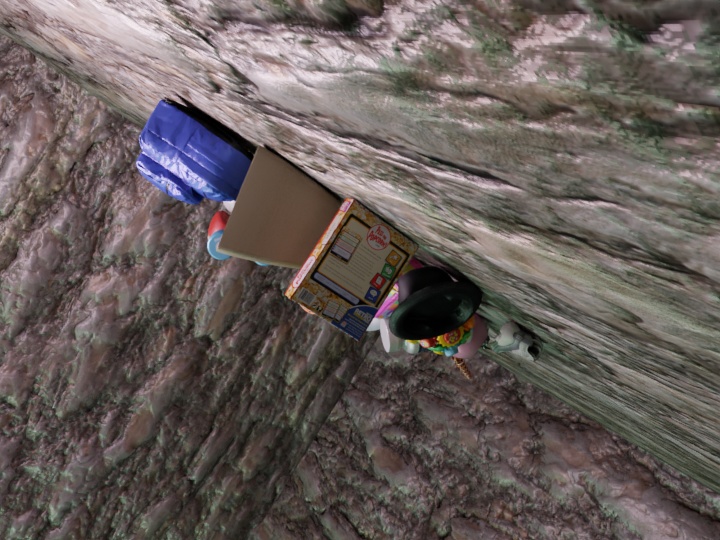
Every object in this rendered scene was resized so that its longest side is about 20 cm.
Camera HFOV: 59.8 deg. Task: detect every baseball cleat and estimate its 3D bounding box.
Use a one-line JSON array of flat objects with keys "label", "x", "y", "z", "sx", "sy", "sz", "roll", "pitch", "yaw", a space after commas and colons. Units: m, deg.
[{"label": "baseball cleat", "x": 0.340, "y": 0.165, "z": 1.366, "sx": 0.106, "sy": 0.070, "sz": 0.200, "roll": 32, "pitch": 178, "yaw": 15}]

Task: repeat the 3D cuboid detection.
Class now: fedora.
[{"label": "fedora", "x": 0.130, "y": 0.052, "z": 1.192, "sx": 0.201, "sy": 0.200, "sz": 0.092, "roll": 36, "pitch": -155, "yaw": -53}]

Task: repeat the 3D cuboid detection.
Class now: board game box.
[{"label": "board game box", "x": -0.013, "y": -0.001, "z": 1.089, "sx": 0.151, "sy": 0.200, "sz": 0.046, "roll": 34, "pitch": 177, "yaw": -21}]

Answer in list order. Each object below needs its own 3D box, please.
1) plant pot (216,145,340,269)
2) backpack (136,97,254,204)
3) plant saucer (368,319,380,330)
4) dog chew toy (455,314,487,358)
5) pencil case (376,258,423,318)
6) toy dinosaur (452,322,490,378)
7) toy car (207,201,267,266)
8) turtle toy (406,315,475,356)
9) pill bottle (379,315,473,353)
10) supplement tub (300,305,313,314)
[{"label": "plant pot", "x": -0.147, "y": -0.097, "z": 1.188, "sx": 0.177, "sy": 0.200, "sz": 0.200, "roll": 22, "pitch": 179, "yaw": -8}, {"label": "backpack", "x": -0.317, "y": -0.212, "z": 1.234, "sx": 0.200, "sy": 0.168, "sz": 0.163, "roll": 29, "pitch": -176, "yaw": 1}, {"label": "plant saucer", "x": 0.051, "y": 0.066, "z": 1.633, "sx": 0.039, "sy": 0.201, "sz": 0.201, "roll": 49, "pitch": 168, "yaw": -33}, {"label": "dog chew toy", "x": 0.227, "y": 0.135, "z": 1.616, "sx": 0.200, "sy": 0.125, "sz": 0.125, "roll": 38, "pitch": 178, "yaw": 11}, {"label": "pencil case", "x": 0.065, "y": 0.041, "z": 1.353, "sx": 0.088, "sy": 0.088, "sz": 0.200, "roll": 33, "pitch": 151, "yaw": -4}, {"label": "toy dinosaur", "x": 0.276, "y": 0.189, "z": 1.712, "sx": 0.102, "sy": 0.135, "sz": 0.201, "roll": -113, "pitch": 10, "yaw": -69}, {"label": "toy car", "x": -0.233, "y": -0.135, "z": 1.351, "sx": 0.176, "sy": 0.201, "sz": 0.184, "roll": 8, "pitch": -163, "yaw": -4}, {"label": "turtle toy", "x": 0.158, "y": 0.110, "z": 1.324, "sx": 0.200, "sy": 0.146, "sz": 0.101, "roll": 22, "pitch": -166, "yaw": -24}, {"label": "pill bottle", "x": 0.151, "y": 0.132, "z": 1.457, "sx": 0.199, "sy": 0.111, "sz": 0.111, "roll": -10, "pitch": -174, "yaw": -10}, {"label": "supplement tub", "x": -0.065, "y": 0.035, "z": 1.563, "sx": 0.122, "sy": 0.123, "sz": 0.200, "roll": 32, "pitch": -151, "yaw": 21}]
